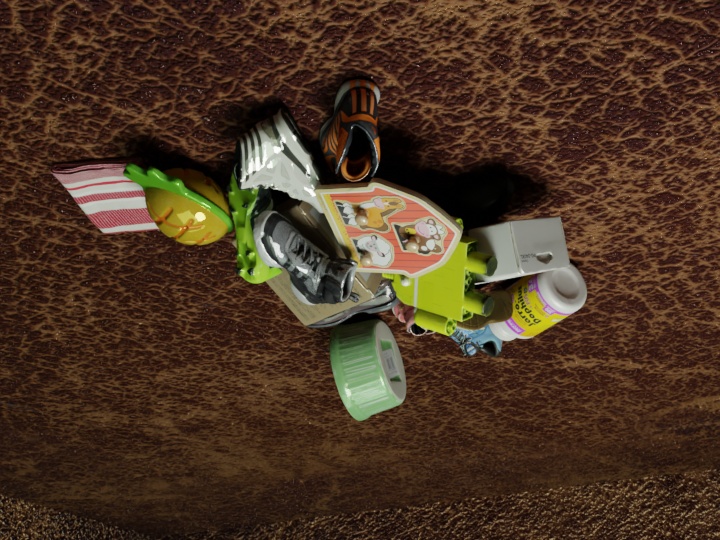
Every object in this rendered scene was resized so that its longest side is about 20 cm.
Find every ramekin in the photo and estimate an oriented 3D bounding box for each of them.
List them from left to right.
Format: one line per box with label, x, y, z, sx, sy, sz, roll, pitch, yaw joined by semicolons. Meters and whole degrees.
ramekin;0.020;0.196;1.895;0.097;0.202;0.200;-17;149;15

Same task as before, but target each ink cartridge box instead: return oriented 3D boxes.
ink cartridge box;-0.083;-0.023;1.506;0.164;0.075;0.200;-23;116;36
ink cartridge box;0.202;-0.025;1.445;0.199;0.084;0.145;-13;177;44

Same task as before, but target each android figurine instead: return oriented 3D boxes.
android figurine;0.113;0.002;1.404;0.199;0.184;0.041;18;-156;37

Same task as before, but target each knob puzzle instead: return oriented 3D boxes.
knob puzzle;0.048;-0.050;1.327;0.218;0.031;0.221;14;143;11

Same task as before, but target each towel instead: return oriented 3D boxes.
towel;-0.383;-0.112;1.474;0.143;0.023;0.200;-3;153;8

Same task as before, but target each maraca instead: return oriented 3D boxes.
maraca;-0.269;-0.105;1.388;0.136;0.108;0.200;9;160;32

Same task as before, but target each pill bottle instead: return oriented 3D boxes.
pill bottle;0.321;0.062;1.728;0.103;0.105;0.200;12;150;-23

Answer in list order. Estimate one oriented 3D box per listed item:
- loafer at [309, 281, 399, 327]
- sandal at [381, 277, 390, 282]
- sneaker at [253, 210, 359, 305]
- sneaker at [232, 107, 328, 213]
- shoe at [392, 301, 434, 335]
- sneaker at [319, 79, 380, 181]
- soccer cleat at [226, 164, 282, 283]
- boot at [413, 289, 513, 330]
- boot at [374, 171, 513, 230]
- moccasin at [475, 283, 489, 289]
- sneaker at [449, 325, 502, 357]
loafer;-0.026;0.052;1.764;0.198;0.072;0.063;-14;131;13
sandal;0.000;0.000;1.578;0.054;0.082;0.199;38;138;-28
sneaker;-0.071;-0.017;1.376;0.113;0.076;0.200;7;147;35
sneaker;-0.117;-0.138;1.337;0.115;0.076;0.201;-25;139;7
shoe;0.102;0.085;1.776;0.071;0.092;0.200;3;158;-8
sneaker;-0.017;-0.161;1.281;0.077;0.113;0.200;3;153;-5
soccer cleat;-0.153;-0.082;1.398;0.067;0.202;0.081;9;-165;37
boot;0.148;0.068;1.595;0.154;0.073;0.199;-7;176;42
boot;0.112;-0.113;1.421;0.162;0.074;0.198;18;153;-35
moccasin;0.212;-0.013;1.626;0.073;0.078;0.202;18;155;-2
sneaker;0.214;0.123;1.862;0.199;0.091;0.078;17;149;-29
